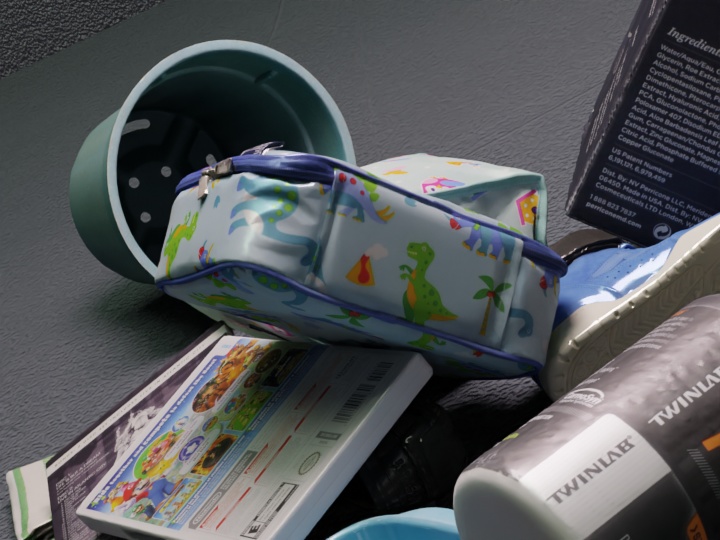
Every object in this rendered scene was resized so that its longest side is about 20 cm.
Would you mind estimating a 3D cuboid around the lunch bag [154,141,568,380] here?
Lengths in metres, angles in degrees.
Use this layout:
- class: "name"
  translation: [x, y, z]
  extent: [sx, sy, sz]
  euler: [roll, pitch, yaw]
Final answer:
- class: "lunch bag"
  translation: [-0.004, 0.000, 1.146]
  extent: [0.161, 0.199, 0.083]
  euler: [-13, 61, 65]

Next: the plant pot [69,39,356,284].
- class: "plant pot"
  translation: [-0.132, -0.066, 1.656]
  extent: [0.200, 0.201, 0.196]
  euler: [-32, 10, -23]

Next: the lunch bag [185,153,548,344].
- class: "lunch bag"
  translation: [0.000, 0.000, 1.323]
  extent: [0.199, 0.123, 0.170]
  euler: [-15, 12, -24]

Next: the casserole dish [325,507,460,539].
- class: "casserole dish"
  translation: [-0.022, 0.182, 0.992]
  extent: [0.200, 0.039, 0.121]
  euler: [-34, 19, -30]

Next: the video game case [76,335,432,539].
- class: "video game case"
  translation: [-0.062, 0.096, 1.155]
  extent: [0.143, 0.018, 0.200]
  euler: [-51, 27, -22]

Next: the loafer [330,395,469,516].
- class: "loafer"
  translation: [-0.017, 0.097, 1.183]
  extent: [0.070, 0.068, 0.200]
  euler: [-31, 19, -24]

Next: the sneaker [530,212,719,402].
- class: "sneaker"
  translation: [0.173, 0.000, 1.190]
  extent: [0.200, 0.077, 0.111]
  euler: [-33, 27, -4]

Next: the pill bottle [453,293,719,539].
- class: "pill bottle"
  translation: [0.146, 0.080, 0.940]
  extent: [0.200, 0.107, 0.106]
  euler: [-34, 19, -25]

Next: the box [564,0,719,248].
- class: "box"
  translation: [0.221, -0.129, 1.273]
  extent: [0.117, 0.201, 0.197]
  euler: [23, 26, 1]

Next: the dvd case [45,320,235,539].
- class: "dvd case"
  translation: [-0.121, 0.119, 1.242]
  extent: [0.149, 0.016, 0.200]
  euler: [-39, 26, 6]

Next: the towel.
- class: "towel"
  translation: [-0.136, 0.115, 1.377]
  extent: [0.199, 0.023, 0.153]
  euler: [-27, 16, -6]
